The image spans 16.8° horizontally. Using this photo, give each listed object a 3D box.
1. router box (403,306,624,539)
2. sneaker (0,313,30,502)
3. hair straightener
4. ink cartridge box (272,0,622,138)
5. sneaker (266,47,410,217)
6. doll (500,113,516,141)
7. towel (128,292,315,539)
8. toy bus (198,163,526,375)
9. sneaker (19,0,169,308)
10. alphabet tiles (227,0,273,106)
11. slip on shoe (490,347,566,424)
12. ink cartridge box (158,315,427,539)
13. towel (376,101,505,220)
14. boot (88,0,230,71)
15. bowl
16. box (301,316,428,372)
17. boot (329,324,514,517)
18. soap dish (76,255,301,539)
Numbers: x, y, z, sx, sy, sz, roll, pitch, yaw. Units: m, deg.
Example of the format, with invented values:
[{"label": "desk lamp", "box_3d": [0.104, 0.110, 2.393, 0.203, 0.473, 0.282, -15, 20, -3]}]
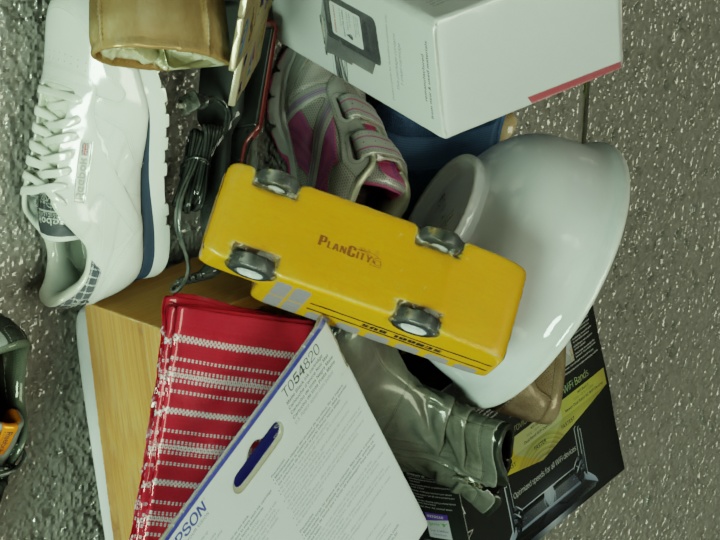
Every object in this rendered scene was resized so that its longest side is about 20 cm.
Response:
[{"label": "router box", "box_3d": [0.110, 0.118, 1.801, 0.200, 0.052, 0.158, -32, 117, -44]}, {"label": "sneaker", "box_3d": [-0.235, 0.116, 1.430, 0.074, 0.079, 0.201, -9, 111, -52]}, {"label": "hair straightener", "box_3d": [-0.100, -0.083, 1.532, 0.077, 0.041, 0.201, 36, 60, -50]}, {"label": "ink cartridge box", "box_3d": [0.050, -0.175, 1.557, 0.145, 0.200, 0.084, -23, 124, -25]}, {"label": "sneaker", "box_3d": [-0.006, -0.074, 1.632, 0.081, 0.088, 0.201, 11, 75, -53]}, {"label": "doll", "box_3d": [0.058, -0.161, 1.734, 0.137, 0.048, 0.200, -59, 141, -9]}, {"label": "towel", "box_3d": [-0.089, 0.119, 1.514, 0.144, 0.022, 0.201, 10, 89, -53]}, {"label": "toy bus", "box_3d": [0.000, 0.000, 1.510, 0.078, 0.199, 0.065, 131, -23, -72]}, {"label": "sneaker", "box_3d": [-0.166, -0.073, 1.464, 0.080, 0.076, 0.201, -24, 119, -35]}, {"label": "alphabet tiles", "box_3d": [-0.054, -0.206, 1.466, 0.167, 0.006, 0.201, -72, 174, -67]}, {"label": "slip on shoe", "box_3d": [0.119, 0.026, 1.732, 0.060, 0.076, 0.200, 29, 37, -19]}, {"label": "ink cartridge box", "box_3d": [-0.050, 0.162, 1.522, 0.200, 0.040, 0.200, -53, 135, -32]}, {"label": "towel", "box_3d": [0.051, -0.083, 1.709, 0.111, 0.049, 0.201, -10, 126, -40]}, {"label": "boot", "box_3d": [-0.099, -0.217, 1.450, 0.175, 0.066, 0.201, 1, 78, -41]}, {"label": "bowl", "box_3d": [0.087, -0.016, 1.639, 0.090, 0.201, 0.202, 29, 77, -19]}, {"label": "box", "box_3d": [0.028, 0.090, 1.787, 0.200, 0.049, 0.160, -7, 106, -51]}, {"label": "boot", "box_3d": [0.043, 0.086, 1.618, 0.200, 0.130, 0.068, 79, 34, -58]}, {"label": "soap dish", "box_3d": [-0.100, 0.096, 1.578, 0.157, 0.081, 0.201, -22, 112, -47]}]
